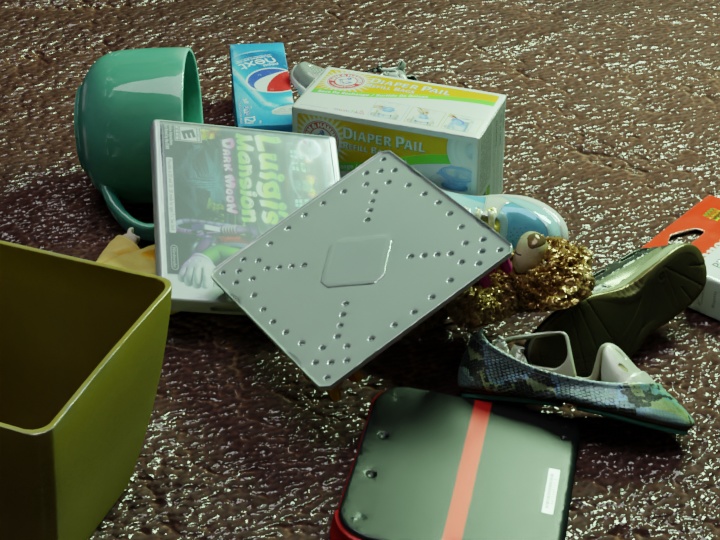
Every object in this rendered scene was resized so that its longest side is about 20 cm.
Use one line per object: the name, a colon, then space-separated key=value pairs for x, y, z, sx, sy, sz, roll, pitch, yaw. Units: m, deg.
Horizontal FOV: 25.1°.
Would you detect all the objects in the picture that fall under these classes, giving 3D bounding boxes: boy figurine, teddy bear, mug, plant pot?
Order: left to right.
plant pot: x=-0.264 y=0.112 z=1.194 sx=0.198 sy=0.178 sz=0.200 roll=12 pitch=34 yaw=16
mug: x=-0.223 y=-0.135 z=1.603 sx=0.113 sy=0.154 sz=0.186 roll=-1 pitch=33 yaw=2
boy figurine: x=-0.197 y=-0.002 z=1.481 sx=0.198 sy=0.065 sz=0.124 roll=-17 pitch=39 yaw=-30
teddy bear: x=0.103 y=0.010 z=1.401 sx=0.144 sy=0.068 sz=0.199 roll=-20 pitch=7 yaw=-41

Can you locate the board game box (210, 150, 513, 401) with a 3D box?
board game box: x=0.000 y=0.000 z=1.368 sx=0.199 sy=0.026 sz=0.200 roll=-35 pitch=42 yaw=-13

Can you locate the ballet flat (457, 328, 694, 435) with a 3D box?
ballet flat: x=0.179 y=0.087 z=1.328 sx=0.197 sy=0.075 sz=0.074 roll=9 pitch=33 yaw=9

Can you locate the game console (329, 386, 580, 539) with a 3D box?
game console: x=0.077 y=0.167 z=1.258 sx=0.175 sy=0.031 sz=0.201 roll=11 pitch=34 yaw=7

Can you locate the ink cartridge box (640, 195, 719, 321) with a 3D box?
ink cartridge box: x=0.363 y=-0.023 z=1.541 sx=0.172 sy=0.044 sz=0.199 roll=26 pitch=40 yaw=31

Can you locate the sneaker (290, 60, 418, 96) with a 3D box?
sneaker: x=0.022 y=-0.190 z=1.725 sx=0.198 sy=0.083 sz=0.075 roll=20 pitch=15 yaw=5

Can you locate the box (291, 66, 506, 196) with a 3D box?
box: x=0.038 y=-0.123 z=1.625 sx=0.198 sy=0.114 sz=0.102 roll=11 pitch=33 yaw=18

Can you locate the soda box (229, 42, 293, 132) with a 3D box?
soda box: x=-0.105 y=-0.173 z=1.742 sx=0.063 sy=0.069 sz=0.201 roll=-3 pitch=33 yaw=-6

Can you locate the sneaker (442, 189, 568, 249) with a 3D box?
sneaker: x=0.083 y=-0.036 z=1.489 sx=0.198 sy=0.081 sz=0.130 roll=8 pitch=7 yaw=28

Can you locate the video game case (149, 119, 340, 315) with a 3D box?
video game case: x=-0.101 y=-0.048 z=1.485 sx=0.180 sy=0.023 sz=0.202 roll=4 pitch=55 yaw=-17

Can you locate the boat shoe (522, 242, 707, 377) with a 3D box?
boat shoe: x=0.218 y=0.037 z=1.427 sx=0.200 sy=0.072 sz=0.066 roll=-32 pitch=17 yaw=-22
